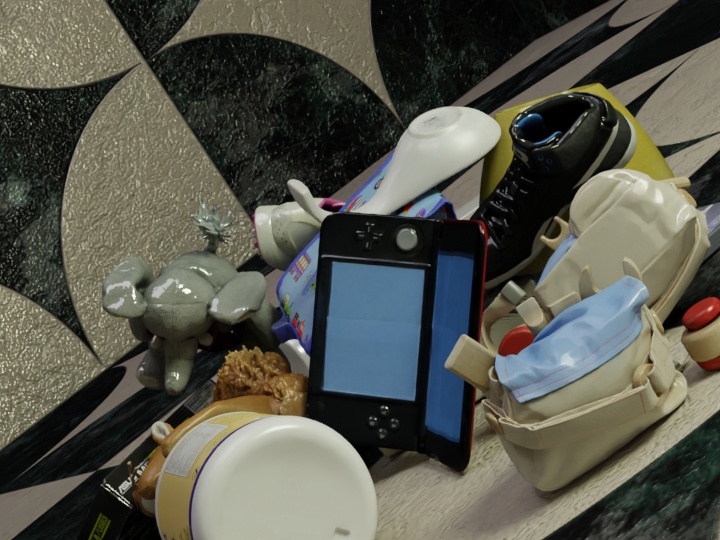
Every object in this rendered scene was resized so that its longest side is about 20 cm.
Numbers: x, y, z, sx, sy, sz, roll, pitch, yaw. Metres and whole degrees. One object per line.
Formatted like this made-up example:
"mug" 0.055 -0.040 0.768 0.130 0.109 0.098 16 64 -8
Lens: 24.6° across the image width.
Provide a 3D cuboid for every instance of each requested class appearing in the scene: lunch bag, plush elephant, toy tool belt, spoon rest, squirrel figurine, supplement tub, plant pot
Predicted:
"lunch bag" 0.000 0.000 1.526 0.199 0.094 0.151 -36 27 0
"plush elephant" -0.163 0.047 1.588 0.163 0.202 0.155 5 19 13
"toy tool belt" 0.167 0.053 1.157 0.199 0.123 0.125 -34 8 -5
"spoon rest" 0.035 -0.091 1.478 0.199 0.061 0.099 -25 27 -13
"toy tool belt" 0.197 0.006 1.347 0.200 0.125 0.123 -52 -11 16
"squirrel figurine" -0.119 0.167 1.509 0.200 0.142 0.186 -46 13 -27
"supplement tub" -0.082 0.185 1.298 0.145 0.146 0.200 -36 8 -17
"plant pot" 0.190 -0.090 1.519 0.198 0.143 0.200 -16 7 2

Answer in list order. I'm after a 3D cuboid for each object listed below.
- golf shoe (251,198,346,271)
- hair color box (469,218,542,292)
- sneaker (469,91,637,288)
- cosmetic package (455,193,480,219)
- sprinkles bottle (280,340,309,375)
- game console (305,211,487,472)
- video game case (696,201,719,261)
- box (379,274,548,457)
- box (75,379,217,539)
"golf shoe" -0.026 -0.030 1.692 0.091 0.076 0.200 -20 -16 28
"hair color box" 0.114 0.018 1.619 0.200 0.111 0.064 -37 9 -26
"sneaker" 0.134 -0.076 1.389 0.200 0.073 0.112 -45 -33 10
"cosmetic package" 0.093 0.009 1.779 0.199 0.108 0.085 -35 7 1
"sprinkles bottle" -0.011 0.058 2.045 0.200 0.069 0.068 -37 9 -25
"game console" 0.027 0.054 1.373 0.171 0.202 0.119 5 1 16
"video game case" 0.267 -0.013 1.522 0.143 0.019 0.200 -38 10 -22
"box" 0.087 0.083 1.496 0.199 0.069 0.082 -34 7 4
"box" -0.218 0.230 1.675 0.200 0.047 0.194 -45 -11 -49
